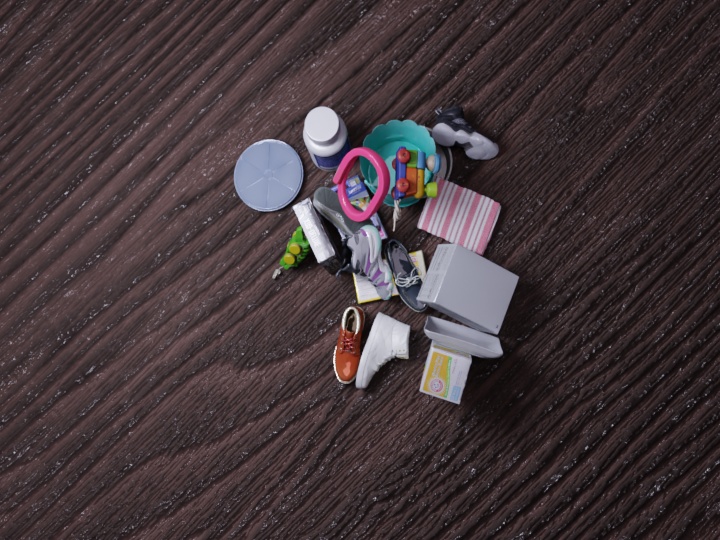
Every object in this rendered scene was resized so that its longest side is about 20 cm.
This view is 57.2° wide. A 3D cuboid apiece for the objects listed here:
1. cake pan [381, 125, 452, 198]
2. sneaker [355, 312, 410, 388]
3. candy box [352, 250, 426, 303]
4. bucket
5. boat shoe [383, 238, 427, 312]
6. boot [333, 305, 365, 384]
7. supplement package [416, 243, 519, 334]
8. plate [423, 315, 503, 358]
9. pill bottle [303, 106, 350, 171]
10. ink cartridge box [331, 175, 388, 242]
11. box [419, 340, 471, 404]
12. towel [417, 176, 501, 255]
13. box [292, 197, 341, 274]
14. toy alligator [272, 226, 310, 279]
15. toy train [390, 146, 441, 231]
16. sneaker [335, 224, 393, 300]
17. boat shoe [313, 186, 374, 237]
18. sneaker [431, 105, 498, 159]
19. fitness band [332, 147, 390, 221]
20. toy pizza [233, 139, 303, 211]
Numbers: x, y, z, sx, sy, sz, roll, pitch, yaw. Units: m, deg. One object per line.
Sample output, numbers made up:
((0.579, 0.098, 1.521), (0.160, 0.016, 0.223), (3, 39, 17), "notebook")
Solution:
((0.153, -0.291, 1.800), (0.194, 0.037, 0.206), (-1, 81, 4), "cake pan")
((0.065, 0.222, 1.708), (0.113, 0.074, 0.204), (19, 82, 10), "sneaker")
((0.080, 0.018, 1.763), (0.195, 0.026, 0.105), (-12, 80, 2), "candy box")
((0.099, -0.272, 1.713), (0.201, 0.135, 0.213), (-1, 81, 5), "bucket")
((0.121, 0.011, 1.716), (0.073, 0.062, 0.204), (-21, 84, -3), "boat shoe")
((-0.032, 0.190, 1.705), (0.073, 0.107, 0.206), (6, 83, 4), "boot")
((0.270, 0.045, 1.665), (0.197, 0.111, 0.159), (26, 83, -18), "supplement package")
((0.252, 0.170, 1.644), (0.195, 0.199, 0.033), (18, 99, 7), "plate")
((-0.089, -0.350, 1.746), (0.116, 0.200, 0.123), (-1, 81, 4), "pill bottle")
((-0.017, -0.151, 1.792), (0.117, 0.042, 0.204), (-24, 78, 0), "ink cartridge box")
((0.210, 0.239, 1.621), (0.099, 0.200, 0.115), (16, 94, 7), "box")
((0.262, -0.145, 1.758), (0.196, 0.030, 0.149), (23, 88, 0), "towel")
((-0.104, -0.084, 1.705), (0.049, 0.200, 0.160), (-26, 79, 2), "box")
((-0.175, -0.037, 1.740), (0.053, 0.201, 0.060), (22, 41, -12), "toy alligator")
((0.135, -0.191, 1.595), (0.112, 0.085, 0.206), (3, 82, -8), "toy train")
((0.000, 0.000, 1.680), (0.138, 0.077, 0.204), (-25, 106, -25), "sneaker")
((-0.042, -0.139, 1.747), (0.200, 0.065, 0.075), (36, 67, 2), "boat shoe")
((0.285, -0.379, 1.782), (0.195, 0.076, 0.116), (17, 55, -15), "sneaker")
((0.002, -0.214, 1.642), (0.037, 0.201, 0.144), (-28, 71, -40), "fitness band")
((-0.253, -0.262, 1.831), (0.194, 0.032, 0.206), (-1, 80, 5), "toy pizza")
